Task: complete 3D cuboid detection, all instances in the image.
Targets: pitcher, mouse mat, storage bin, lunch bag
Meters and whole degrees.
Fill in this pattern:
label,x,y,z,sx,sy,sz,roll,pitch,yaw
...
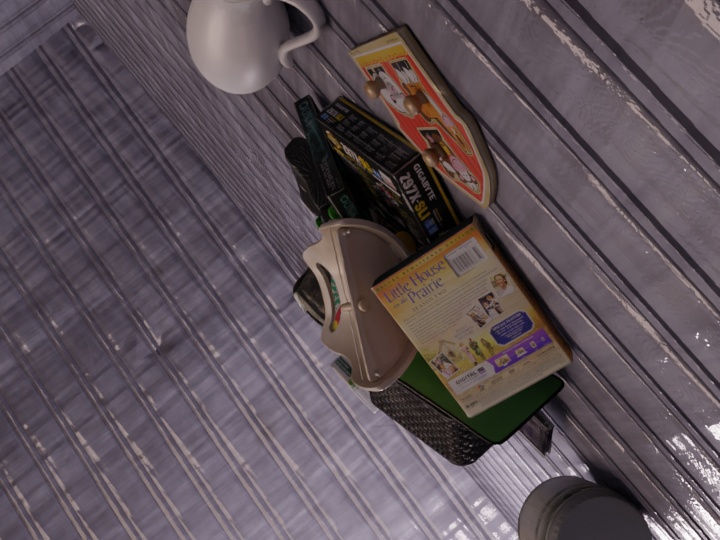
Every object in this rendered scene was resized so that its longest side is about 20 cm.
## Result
label,x,y,z,sx,sy,sz,roll,pitch,yaw
pitcher,-0.117,-0.274,1.087,0.170,0.122,0.201,34,158,8
mouse mat,0.140,0.131,1.228,0.199,0.160,0.008,33,135,30
storage bin,0.111,0.152,1.315,0.199,0.135,0.095,31,145,40
lunch bag,-0.038,0.018,1.759,0.118,0.164,0.200,44,172,-1

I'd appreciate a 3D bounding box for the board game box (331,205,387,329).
label,x,y,z,sx,sy,sz,roll,pitch,yaw
board game box,-0.002,-0.011,1.352,0.030,0.204,0.095,6,173,-45

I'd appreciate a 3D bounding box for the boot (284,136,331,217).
label,x,y,z,sx,sy,sz,roll,pitch,yaw
boot,-0.055,-0.113,1.599,0.166,0.065,0.200,57,172,19

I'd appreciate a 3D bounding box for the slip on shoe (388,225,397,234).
label,x,y,z,sx,sy,sz,roll,pitch,yaw
slip on shoe,0.047,-0.026,1.396,0.199,0.075,0.061,23,139,58

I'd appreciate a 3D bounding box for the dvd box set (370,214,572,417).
label,x,y,z,sx,sy,sz,roll,pitch,yaw
dvd box set,0.126,0.056,1.095,0.201,0.145,0.029,51,-156,-13

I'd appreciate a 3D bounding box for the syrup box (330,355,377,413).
label,x,y,z,sx,sy,sz,roll,pitch,yaw
syrup box,0.057,0.122,1.561,0.082,0.200,0.079,50,173,-36

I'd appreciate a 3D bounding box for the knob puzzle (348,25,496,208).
label,x,y,z,sx,sy,sz,roll,pitch,yaw
knob puzzle,0.064,-0.136,0.943,0.220,0.030,0.220,49,172,9

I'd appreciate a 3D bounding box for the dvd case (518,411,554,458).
label,x,y,z,sx,sy,sz,roll,pitch,yaw
dvd case,0.225,0.200,1.423,0.149,0.016,0.200,45,171,22

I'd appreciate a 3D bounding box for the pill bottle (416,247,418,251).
label,x,y,z,sx,sy,sz,roll,pitch,yaw
pill bottle,0.122,0.058,1.212,0.200,0.112,0.112,46,172,26

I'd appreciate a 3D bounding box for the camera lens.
label,x,y,z,sx,sy,sz,roll,pitch,yaw
camera lens,0.327,0.393,1.428,0.161,0.159,0.200,50,172,1

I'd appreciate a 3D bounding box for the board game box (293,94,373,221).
label,x,y,z,sx,sy,sz,roll,pitch,yaw
board game box,-0.028,-0.124,1.279,0.136,0.028,0.202,55,-169,-47

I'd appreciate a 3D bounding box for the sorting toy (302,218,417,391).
label,x,y,z,sx,sy,sz,roll,pitch,yaw
sorting toy,-0.011,0.032,1.199,0.179,0.106,0.204,-3,101,55

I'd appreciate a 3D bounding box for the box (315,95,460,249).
label,x,y,z,sx,sy,sz,roll,pitch,yaw
box,0.038,-0.106,1.160,0.200,0.049,0.161,43,167,51

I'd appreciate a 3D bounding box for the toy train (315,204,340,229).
label,x,y,z,sx,sy,sz,roll,pitch,yaw
toy train,0.000,0.000,1.290,0.056,0.042,0.203,-9,-111,-48
